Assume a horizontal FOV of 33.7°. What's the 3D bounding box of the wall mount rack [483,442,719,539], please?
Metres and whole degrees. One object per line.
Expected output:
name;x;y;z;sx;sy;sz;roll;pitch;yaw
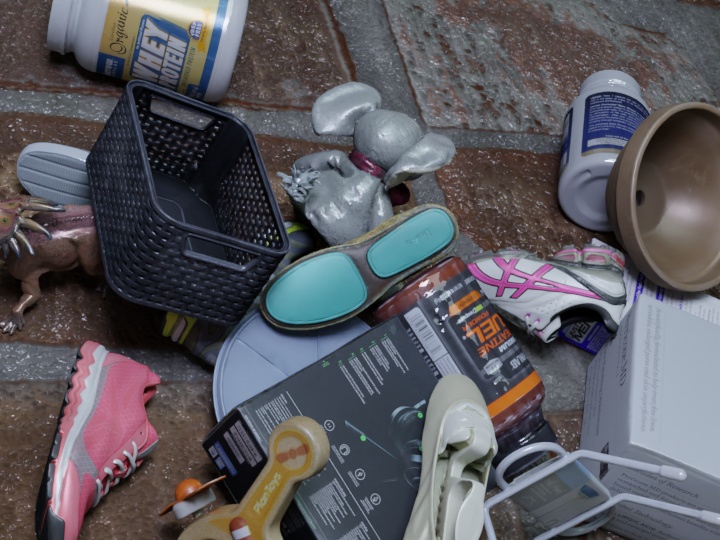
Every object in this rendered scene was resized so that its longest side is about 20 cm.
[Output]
wall mount rack;0.204;0.203;1.017;0.200;0.173;0.075;42;23;-49

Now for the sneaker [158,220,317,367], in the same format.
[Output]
sneaker;-0.103;0.026;1.148;0.081;0.074;0.200;44;53;5

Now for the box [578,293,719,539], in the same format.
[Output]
box;0.326;0.163;1.161;0.198;0.131;0.200;22;44;-4

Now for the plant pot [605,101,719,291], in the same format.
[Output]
plant pot;0.335;-0.079;1.304;0.199;0.092;0.204;-1;92;-33

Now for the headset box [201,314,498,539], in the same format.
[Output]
headset box;-0.002;0.159;1.013;0.199;0.093;0.175;-29;81;-36

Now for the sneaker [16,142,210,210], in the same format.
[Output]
sneaker;-0.241;-0.084;1.186;0.198;0.074;0.071;19;29;-15

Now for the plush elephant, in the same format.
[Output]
plush elephant;0.010;-0.093;1.184;0.155;0.200;0.165;-41;63;-3

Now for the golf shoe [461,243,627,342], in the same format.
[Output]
golf shoe;0.172;0.026;1.222;0.197;0.073;0.093;-3;67;17

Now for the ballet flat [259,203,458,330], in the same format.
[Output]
ballet flat;0.000;0.000;1.107;0.198;0.071;0.071;-27;60;-5

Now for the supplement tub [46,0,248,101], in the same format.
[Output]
supplement tub;-0.230;-0.276;1.300;0.197;0.145;0.146;13;46;-12

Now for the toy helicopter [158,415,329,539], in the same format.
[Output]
toy helicopter;-0.089;0.188;0.914;0.132;0.201;0.079;39;23;20

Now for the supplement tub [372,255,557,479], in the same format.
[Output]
supplement tub;0.104;0.095;1.125;0.106;0.107;0.201;-30;85;-40

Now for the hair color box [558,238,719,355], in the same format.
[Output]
hair color box;0.320;0.059;1.300;0.198;0.065;0.110;27;45;-1

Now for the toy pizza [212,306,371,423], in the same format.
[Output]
toy pizza;-0.044;0.122;1.089;0.198;0.032;0.203;12;60;-22

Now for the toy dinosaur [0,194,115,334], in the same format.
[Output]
toy dinosaur;-0.270;-0.031;1.068;0.198;0.136;0.086;-17;58;-35

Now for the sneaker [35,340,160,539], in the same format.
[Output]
sneaker;-0.210;0.145;0.981;0.086;0.074;0.202;15;46;-12

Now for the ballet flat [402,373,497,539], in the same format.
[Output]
ballet flat;0.081;0.165;0.956;0.069;0.070;0.202;18;57;-8

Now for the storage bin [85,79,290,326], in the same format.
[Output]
storage bin;-0.157;-0.061;1.059;0.134;0.094;0.201;17;34;-33

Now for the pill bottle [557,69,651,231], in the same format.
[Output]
pill bottle;0.300;-0.153;1.447;0.110;0.112;0.201;20;46;-6
